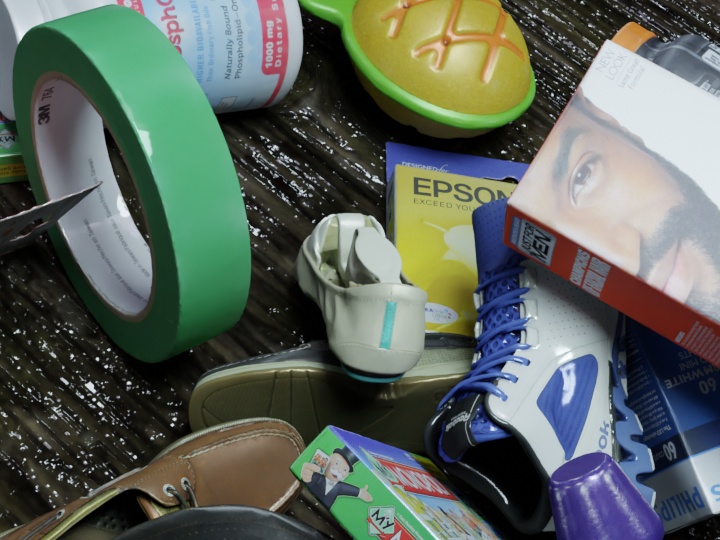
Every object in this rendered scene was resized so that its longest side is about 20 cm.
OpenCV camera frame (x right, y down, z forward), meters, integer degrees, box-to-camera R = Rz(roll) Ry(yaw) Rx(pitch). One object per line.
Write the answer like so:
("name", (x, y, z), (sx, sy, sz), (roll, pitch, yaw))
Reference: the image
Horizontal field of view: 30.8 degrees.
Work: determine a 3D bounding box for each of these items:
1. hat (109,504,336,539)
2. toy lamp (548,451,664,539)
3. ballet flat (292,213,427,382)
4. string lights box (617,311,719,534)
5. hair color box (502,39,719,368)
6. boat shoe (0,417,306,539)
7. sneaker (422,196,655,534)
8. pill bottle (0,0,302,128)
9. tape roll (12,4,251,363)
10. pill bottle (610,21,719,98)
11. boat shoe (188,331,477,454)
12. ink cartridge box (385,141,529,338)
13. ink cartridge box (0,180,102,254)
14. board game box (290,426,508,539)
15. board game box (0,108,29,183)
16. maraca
("hat", (-0.057, 0.204, 0.633), (0.197, 0.081, 0.204), (0, 89, -2))
("toy lamp", (0.151, 0.190, 0.670), (0.058, 0.058, 0.202), (-27, 96, -32))
("ballet flat", (0.000, 0.000, 0.780), (0.068, 0.070, 0.200), (1, 18, -14))
("string lights box", (0.169, 0.050, 0.779), (0.058, 0.103, 0.202), (-16, 75, -18))
("hair color box", (0.185, -0.020, 0.680), (0.198, 0.064, 0.112), (30, 76, 13))
("boat shoe", (-0.106, 0.137, 0.686), (0.198, 0.068, 0.073), (-26, 92, -24))
("sneaker", (0.089, 0.054, 0.714), (0.114, 0.080, 0.202), (-1, 73, -40))
("pill bottle", (-0.147, -0.155, 0.885), (0.198, 0.109, 0.109), (-13, 56, -31))
("tape roll", (-0.136, -0.048, 0.753), (0.048, 0.202, 0.201), (-23, 61, -30))
("pill bottle", (0.262, -0.103, 0.969), (0.199, 0.107, 0.106), (36, 52, 16))
("boat shoe", (-0.004, 0.073, 0.785), (0.198, 0.073, 0.066), (-3, 27, -8))
("ink cartridge box", (0.114, -0.015, 0.899), (0.195, 0.047, 0.202), (8, 52, -8))
("ink cartridge box", (-0.259, -0.015, 0.723), (0.199, 0.160, 0.051), (-27, 93, -30))
("board game box", (0.049, 0.144, 0.660), (0.029, 0.200, 0.135), (-46, 70, 3))
("board game box", (-0.328, -0.107, 0.862), (0.197, 0.029, 0.136), (-7, 55, -21))
("maraca", (0.042, -0.173, 0.964), (0.200, 0.108, 0.136), (43, 46, 20))
